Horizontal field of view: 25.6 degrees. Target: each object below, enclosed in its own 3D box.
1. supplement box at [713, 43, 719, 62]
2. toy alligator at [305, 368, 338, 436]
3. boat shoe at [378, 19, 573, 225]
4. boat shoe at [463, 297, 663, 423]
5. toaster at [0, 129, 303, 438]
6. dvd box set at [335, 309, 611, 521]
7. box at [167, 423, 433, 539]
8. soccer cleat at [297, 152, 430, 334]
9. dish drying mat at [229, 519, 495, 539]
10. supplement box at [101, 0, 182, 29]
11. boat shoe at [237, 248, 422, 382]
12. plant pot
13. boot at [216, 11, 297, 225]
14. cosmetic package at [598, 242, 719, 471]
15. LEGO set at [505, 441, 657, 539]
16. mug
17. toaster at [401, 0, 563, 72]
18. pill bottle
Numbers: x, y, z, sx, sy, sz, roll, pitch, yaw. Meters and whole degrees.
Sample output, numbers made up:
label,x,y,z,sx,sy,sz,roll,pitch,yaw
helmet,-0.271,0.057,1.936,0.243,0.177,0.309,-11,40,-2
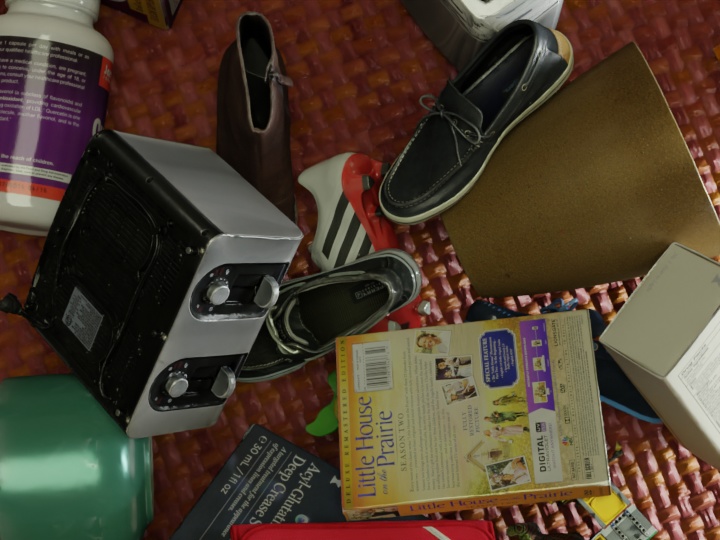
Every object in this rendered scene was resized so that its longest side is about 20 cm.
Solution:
label,x,y,z,sx,sy,sz,roll,pitch,yaw
supplement box,0.423,-0.183,1.359,0.199,0.074,0.126,-25,86,-5
toy alligator,0.041,0.084,1.274,0.199,0.059,0.054,-18,85,21
boat shoe,0.083,-0.120,1.252,0.200,0.062,0.075,-45,55,9
boat shoe,0.177,0.060,1.318,0.200,0.084,0.069,24,94,-24
toaster,-0.159,0.005,1.219,0.200,0.118,0.181,41,114,37
dvd box set,0.082,0.109,1.199,0.199,0.029,0.147,-7,60,6
box,-0.041,0.239,1.208,0.200,0.107,0.149,27,47,10
soccer cleat,0.000,0.000,1.327,0.085,0.069,0.201,-4,105,36
dish drying mat,0.007,0.214,1.157,0.199,0.018,0.077,1,49,-13
supplement box,-0.232,-0.294,1.303,0.199,0.131,0.103,23,84,0
boat shoe,-0.046,0.036,1.276,0.200,0.071,0.072,-29,88,25
plant pot,0.170,-0.061,1.295,0.199,0.186,0.187,-24,86,9
boot,-0.087,-0.095,1.274,0.072,0.166,0.201,-3,85,-4
cosmetic package,0.279,0.077,1.267,0.104,0.200,0.073,-50,46,-7
LEGO set,0.150,0.203,1.256,0.154,0.200,0.116,-45,77,8
mug,-0.222,0.165,1.264,0.114,0.185,0.152,-3,61,-6
toaster,0.089,-0.261,1.319,0.113,0.129,0.200,-34,87,-6
pill bottle,-0.263,-0.132,1.295,0.112,0.112,0.201,8,85,-3
